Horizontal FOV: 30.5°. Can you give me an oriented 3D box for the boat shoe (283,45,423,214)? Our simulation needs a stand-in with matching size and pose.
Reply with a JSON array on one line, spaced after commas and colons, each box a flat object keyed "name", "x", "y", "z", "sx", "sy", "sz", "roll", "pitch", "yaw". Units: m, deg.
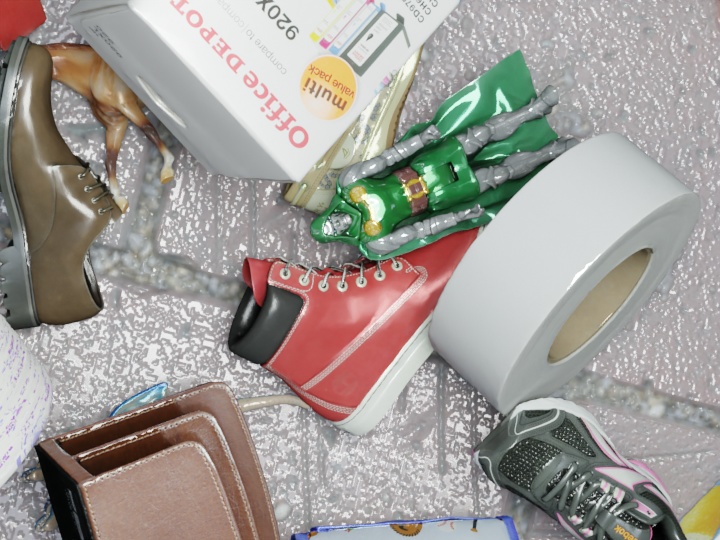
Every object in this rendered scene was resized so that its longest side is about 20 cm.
[{"name": "boat shoe", "x": 0.000, "y": -0.135, "z": 0.954, "sx": 0.063, "sy": 0.073, "sz": 0.200, "roll": 15, "pitch": 87, "yaw": -13}]

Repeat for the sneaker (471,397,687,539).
[{"name": "sneaker", "x": 0.170, "y": 0.159, "z": 0.935, "sx": 0.200, "sy": 0.086, "sz": 0.080, "roll": 27, "pitch": 107, "yaw": -32}]

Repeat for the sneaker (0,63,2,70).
[{"name": "sneaker", "x": -0.286, "y": -0.068, "z": 0.891, "sx": 0.077, "sy": 0.085, "sz": 0.200, "roll": 14, "pitch": 86, "yaw": -11}]

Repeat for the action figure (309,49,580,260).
[{"name": "action figure", "x": 0.055, "y": -0.064, "z": 0.916, "sx": 0.200, "sy": 0.055, "sz": 0.118, "roll": -26, "pitch": 90, "yaw": -14}]

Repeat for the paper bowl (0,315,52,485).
[{"name": "paper bowl", "x": -0.300, "y": 0.092, "z": 0.810, "sx": 0.201, "sy": 0.201, "sz": 0.104, "roll": -38, "pitch": 115, "yaw": -9}]

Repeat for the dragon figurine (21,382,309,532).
[{"name": "dragon figurine", "x": -0.142, "y": 0.118, "z": 0.922, "sx": 0.200, "sy": 0.099, "sz": 0.059, "roll": -32, "pitch": 109, "yaw": -19}]

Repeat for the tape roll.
[{"name": "tape roll", "x": 0.142, "y": 0.003, "z": 0.912, "sx": 0.202, "sy": 0.202, "sz": 0.071, "roll": -43, "pitch": 67, "yaw": -9}]

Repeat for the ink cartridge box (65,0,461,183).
[{"name": "ink cartridge box", "x": -0.050, "y": -0.174, "z": 0.819, "sx": 0.147, "sy": 0.145, "sz": 0.200, "roll": 46, "pitch": 75, "yaw": -23}]

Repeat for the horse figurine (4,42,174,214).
[{"name": "horse figurine", "x": -0.133, "y": -0.133, "z": 0.934, "sx": 0.200, "sy": 0.050, "sz": 0.133, "roll": -28, "pitch": 77, "yaw": -2}]

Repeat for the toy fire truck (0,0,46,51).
[{"name": "toy fire truck", "x": -0.157, "y": -0.213, "z": 0.922, "sx": 0.141, "sy": 0.049, "sz": 0.200, "roll": 31, "pitch": 62, "yaw": 24}]

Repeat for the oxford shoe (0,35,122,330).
[{"name": "oxford shoe", "x": -0.206, "y": -0.060, "z": 0.901, "sx": 0.084, "sy": 0.073, "sz": 0.200, "roll": -3, "pitch": 109, "yaw": -4}]

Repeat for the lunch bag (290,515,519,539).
[{"name": "lunch bag", "x": 0.036, "y": 0.276, "z": 0.929, "sx": 0.170, "sy": 0.124, "sz": 0.200, "roll": -1, "pitch": 84, "yaw": -14}]

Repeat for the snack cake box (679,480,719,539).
[{"name": "snack cake box", "x": 0.263, "y": 0.264, "z": 1.001, "sx": 0.200, "sy": 0.067, "sz": 0.115, "roll": -43, "pitch": 98, "yaw": -9}]

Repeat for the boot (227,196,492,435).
[{"name": "boot", "x": 0.000, "y": 0.000, "z": 0.938, "sx": 0.144, "sy": 0.072, "sz": 0.200, "roll": 38, "pitch": 84, "yaw": -23}]

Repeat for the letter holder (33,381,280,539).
[{"name": "letter holder", "x": -0.102, "y": 0.188, "z": 0.840, "sx": 0.142, "sy": 0.101, "sz": 0.200, "roll": -19, "pitch": 105, "yaw": -25}]
